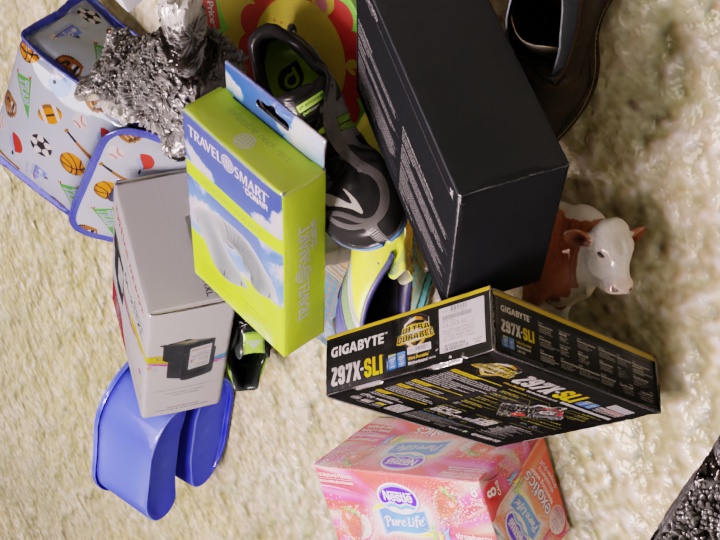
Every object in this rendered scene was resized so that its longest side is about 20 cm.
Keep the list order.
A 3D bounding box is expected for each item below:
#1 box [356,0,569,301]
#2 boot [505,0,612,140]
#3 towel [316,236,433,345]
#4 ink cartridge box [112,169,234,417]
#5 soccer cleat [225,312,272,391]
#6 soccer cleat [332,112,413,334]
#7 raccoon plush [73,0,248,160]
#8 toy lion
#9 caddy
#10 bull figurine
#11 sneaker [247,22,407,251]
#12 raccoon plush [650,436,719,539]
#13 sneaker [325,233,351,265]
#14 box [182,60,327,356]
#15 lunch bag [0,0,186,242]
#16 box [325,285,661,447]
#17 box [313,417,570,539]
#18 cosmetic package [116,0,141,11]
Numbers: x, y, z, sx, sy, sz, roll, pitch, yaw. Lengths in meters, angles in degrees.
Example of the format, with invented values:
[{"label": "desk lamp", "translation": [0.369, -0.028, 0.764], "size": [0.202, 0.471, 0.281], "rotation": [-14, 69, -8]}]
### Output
[{"label": "box", "translation": [0.060, -0.100, 0.814], "size": [0.142, 0.078, 0.202], "rotation": [85, 166, -61]}, {"label": "boot", "translation": [0.116, -0.148, 0.804], "size": [0.074, 0.097, 0.202], "rotation": [37, 134, 22]}, {"label": "towel", "translation": [0.000, 0.000, 1.063], "size": [0.146, 0.022, 0.202], "rotation": [36, 134, 24]}, {"label": "ink cartridge box", "translation": [-0.180, 0.024, 1.142], "size": [0.201, 0.082, 0.147], "rotation": [107, 148, -56]}, {"label": "soccer cleat", "translation": [-0.098, 0.030, 1.122], "size": [0.202, 0.066, 0.082], "rotation": [99, 165, -45]}, {"label": "soccer cleat", "translation": [0.022, -0.028, 0.943], "size": [0.083, 0.064, 0.203], "rotation": [14, 99, 61]}, {"label": "raccoon plush", "translation": [-0.165, -0.181, 0.947], "size": [0.133, 0.097, 0.201], "rotation": [27, 145, 14]}, {"label": "toy lion", "translation": [-0.064, -0.205, 0.985], "size": [0.190, 0.069, 0.203], "rotation": [8, 118, 34]}, {"label": "caddy", "translation": [-0.216, 0.162, 1.282], "size": [0.104, 0.141, 0.202], "rotation": [31, 131, 21]}, {"label": "bull figurine", "translation": [0.120, -0.012, 0.899], "size": [0.199, 0.065, 0.123], "rotation": [31, 124, 36]}, {"label": "sneaker", "translation": [-0.033, -0.099, 0.899], "size": [0.070, 0.083, 0.201], "rotation": [-32, 70, 10]}, {"label": "raccoon plush", "translation": [0.281, 0.193, 0.839], "size": [0.133, 0.097, 0.201], "rotation": [33, 131, 16]}, {"label": "sneaker", "translation": [-0.087, -0.077, 1.038], "size": [0.200, 0.088, 0.076], "rotation": [50, 140, 31]}, {"label": "box", "translation": [-0.079, -0.042, 0.919], "size": [0.122, 0.047, 0.202], "rotation": [40, 147, 30]}, {"label": "lunch bag", "translation": [-0.240, -0.128, 1.158], "size": [0.199, 0.124, 0.170], "rotation": [38, 136, 0]}, {"label": "box", "translation": [0.097, 0.077, 0.879], "size": [0.159, 0.199, 0.050], "rotation": [-22, 59, 41]}, {"label": "box", "translation": [0.067, 0.195, 1.053], "size": [0.198, 0.094, 0.104], "rotation": [-3, 110, 45]}, {"label": "cosmetic package", "translation": [-0.151, -0.313, 0.905], "size": [0.151, 0.200, 0.052], "rotation": [44, 170, 18]}]
